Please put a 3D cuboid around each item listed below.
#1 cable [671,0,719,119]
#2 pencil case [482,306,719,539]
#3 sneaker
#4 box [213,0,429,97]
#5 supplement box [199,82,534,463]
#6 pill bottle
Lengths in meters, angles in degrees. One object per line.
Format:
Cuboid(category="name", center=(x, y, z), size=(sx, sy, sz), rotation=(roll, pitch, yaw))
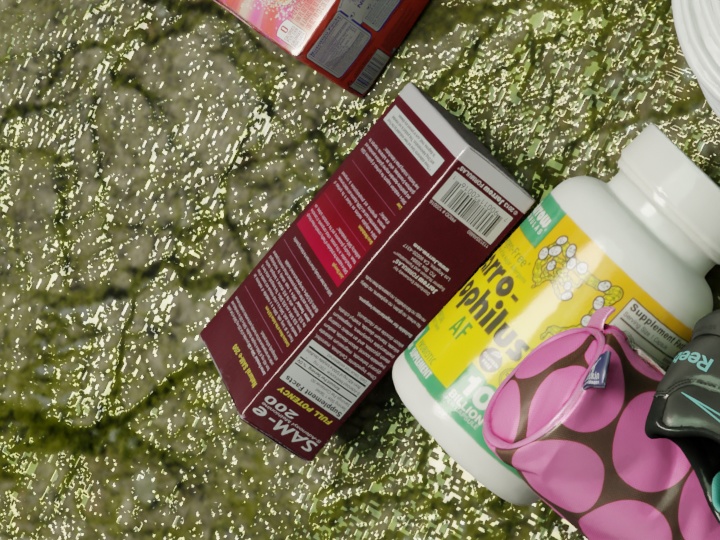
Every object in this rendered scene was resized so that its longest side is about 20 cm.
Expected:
Cuboid(category="cable", center=(0.264, -0.153, 1.049), size=(0.199, 0.069, 0.201), rotation=(20, 88, 26))
Cuboid(category="pencil case", center=(0.160, 0.114, 1.013), size=(0.094, 0.200, 0.091), rotation=(-52, 20, -18))
Cuboid(category="sneaker", center=(0.214, 0.115, 0.962), size=(0.200, 0.075, 0.079), rotation=(48, 64, -5))
Cuboid(category="box", center=(0.005, -0.219, 1.184), size=(0.095, 0.100, 0.201), rotation=(38, 97, 25))
Cuboid(category="supplement box", center=(0.000, 0.000, 1.140), size=(0.200, 0.061, 0.109), rotation=(-49, 29, 8))
Cuboid(category="pill bottle", center=(0.120, 0.021, 1.079), size=(0.200, 0.113, 0.113), rotation=(-47, 66, 10))
